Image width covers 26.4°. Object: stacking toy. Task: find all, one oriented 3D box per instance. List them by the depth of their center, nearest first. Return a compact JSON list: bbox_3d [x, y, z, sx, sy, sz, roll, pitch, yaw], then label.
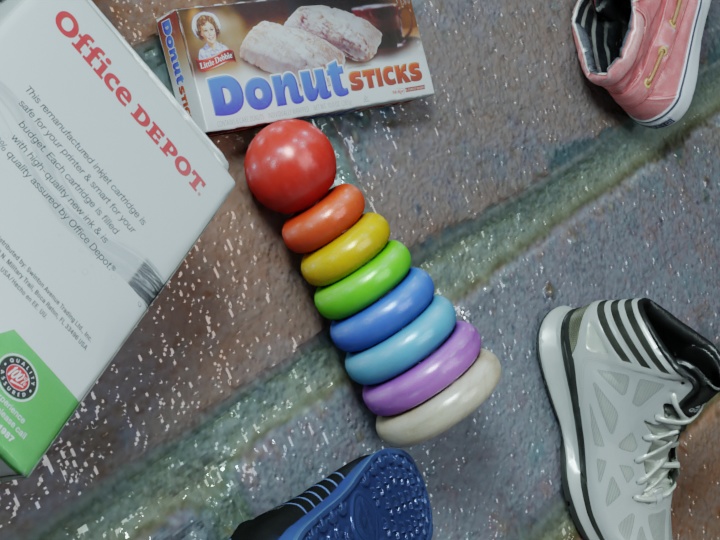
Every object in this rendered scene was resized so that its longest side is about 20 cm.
[{"bbox_3d":[0.000,0.000,0.902,0.085,0.085,0.201,-40,102,-42],"label":"stacking toy"}]

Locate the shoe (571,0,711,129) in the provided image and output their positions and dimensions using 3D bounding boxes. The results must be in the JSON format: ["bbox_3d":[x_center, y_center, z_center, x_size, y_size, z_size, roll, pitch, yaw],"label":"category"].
[{"bbox_3d":[0.216,-0.216,1.161,0.091,0.071,0.203,26,67,-43],"label":"shoe"}]

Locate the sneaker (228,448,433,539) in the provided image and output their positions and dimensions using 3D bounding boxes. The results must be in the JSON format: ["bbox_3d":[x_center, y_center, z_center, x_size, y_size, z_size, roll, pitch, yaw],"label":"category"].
[{"bbox_3d":[-0.025,0.149,0.849,0.200,0.077,0.071,-13,86,-66],"label":"sneaker"}]

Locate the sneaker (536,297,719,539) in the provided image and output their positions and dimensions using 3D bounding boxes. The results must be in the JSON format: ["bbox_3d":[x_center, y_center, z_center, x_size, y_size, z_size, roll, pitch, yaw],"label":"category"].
[{"bbox_3d":[0.195,0.115,1.027,0.075,0.115,0.203,-21,94,-44],"label":"sneaker"}]

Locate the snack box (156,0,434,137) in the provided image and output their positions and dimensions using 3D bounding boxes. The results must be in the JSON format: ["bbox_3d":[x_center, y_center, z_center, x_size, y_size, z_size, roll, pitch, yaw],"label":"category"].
[{"bbox_3d":[-0.034,-0.128,0.931,0.199,0.024,0.073,-16,92,-45],"label":"snack box"}]

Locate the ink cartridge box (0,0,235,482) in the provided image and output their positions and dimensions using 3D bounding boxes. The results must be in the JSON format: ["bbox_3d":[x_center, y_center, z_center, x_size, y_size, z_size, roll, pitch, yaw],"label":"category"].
[{"bbox_3d":[-0.170,-0.021,0.731,0.146,0.084,0.201,51,50,-22],"label":"ink cartridge box"}]
